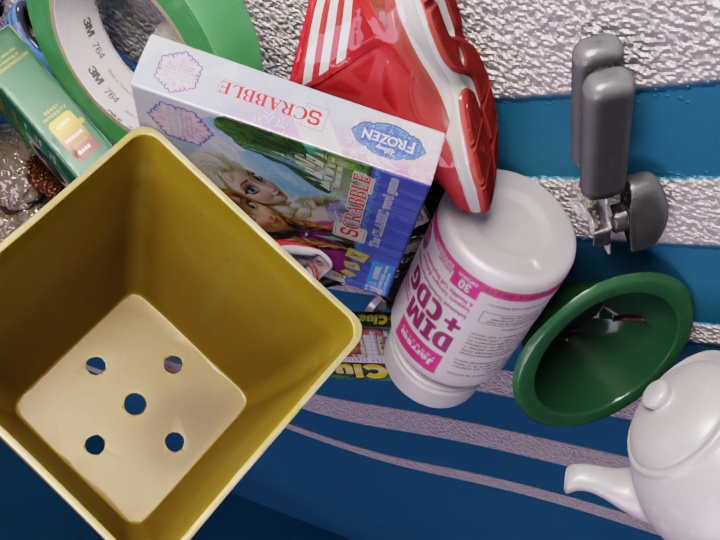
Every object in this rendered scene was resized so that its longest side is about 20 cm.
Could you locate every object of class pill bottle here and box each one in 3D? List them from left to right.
[{"bbox_3d":[0.089,0.024,0.783,0.112,0.114,0.201,25,140,3],"label":"pill bottle"}]

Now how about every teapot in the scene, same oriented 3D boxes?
[{"bbox_3d":[0.296,0.137,0.784,0.145,0.202,0.197,38,166,-13],"label":"teapot"}]

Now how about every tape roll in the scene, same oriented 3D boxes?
[{"bbox_3d":[-0.166,-0.173,0.720,0.198,0.048,0.203,24,141,21],"label":"tape roll"}]

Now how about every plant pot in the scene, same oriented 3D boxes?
[{"bbox_3d":[-0.148,0.069,0.638,0.199,0.200,0.177,41,153,4],"label":"plant pot"}]

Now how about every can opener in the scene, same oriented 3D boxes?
[{"bbox_3d":[0.171,-0.079,0.636,0.065,0.053,0.201,-16,148,8],"label":"can opener"}]

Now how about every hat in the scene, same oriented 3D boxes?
[{"bbox_3d":[0.179,0.027,0.866,0.164,0.177,0.201,20,120,-33],"label":"hat"}]

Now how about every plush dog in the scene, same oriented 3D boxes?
[{"bbox_3d":[-0.458,-0.100,1.219,0.197,0.161,0.174,22,132,7],"label":"plush dog"}]

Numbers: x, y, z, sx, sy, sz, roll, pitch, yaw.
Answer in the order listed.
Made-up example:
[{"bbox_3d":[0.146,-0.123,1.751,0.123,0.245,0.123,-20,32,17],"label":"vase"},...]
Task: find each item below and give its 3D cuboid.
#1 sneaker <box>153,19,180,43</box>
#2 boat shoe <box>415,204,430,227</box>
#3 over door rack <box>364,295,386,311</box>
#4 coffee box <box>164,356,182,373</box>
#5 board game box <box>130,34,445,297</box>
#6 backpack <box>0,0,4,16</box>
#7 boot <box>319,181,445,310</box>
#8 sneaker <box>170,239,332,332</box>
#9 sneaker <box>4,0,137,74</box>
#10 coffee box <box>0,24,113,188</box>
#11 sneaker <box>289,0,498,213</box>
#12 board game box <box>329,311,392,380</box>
[{"bbox_3d":[-0.120,-0.132,0.829,0.074,0.085,0.203,10,128,34],"label":"sneaker"},{"bbox_3d":[0.019,-0.105,0.724,0.068,0.072,0.202,-14,132,1],"label":"boat shoe"},{"bbox_3d":[-0.010,0.066,1.134,0.146,0.067,0.200,33,158,-11],"label":"over door rack"},{"bbox_3d":[-0.177,0.083,0.952,0.198,0.080,0.114,8,144,49],"label":"coffee box"},{"bbox_3d":[-0.054,-0.062,0.669,0.196,0.042,0.201,19,157,1],"label":"board game box"},{"bbox_3d":[-0.428,-0.220,0.801,0.165,0.203,0.163,21,159,14],"label":"backpack"},{"bbox_3d":[0.001,0.001,0.875,0.200,0.075,0.154,-17,151,7],"label":"boot"},{"bbox_3d":[-0.050,0.038,0.749,0.111,0.072,0.200,4,152,40],"label":"sneaker"},{"bbox_3d":[-0.233,-0.173,0.859,0.198,0.067,0.078,33,159,-11],"label":"sneaker"},{"bbox_3d":[-0.242,-0.101,0.801,0.201,0.044,0.123,49,164,-4],"label":"coffee box"},{"bbox_3d":[0.022,-0.118,0.638,0.113,0.079,0.202,-3,134,23],"label":"sneaker"},{"bbox_3d":[-0.015,0.077,0.953,0.196,0.024,0.105,1,147,10],"label":"board game box"}]
